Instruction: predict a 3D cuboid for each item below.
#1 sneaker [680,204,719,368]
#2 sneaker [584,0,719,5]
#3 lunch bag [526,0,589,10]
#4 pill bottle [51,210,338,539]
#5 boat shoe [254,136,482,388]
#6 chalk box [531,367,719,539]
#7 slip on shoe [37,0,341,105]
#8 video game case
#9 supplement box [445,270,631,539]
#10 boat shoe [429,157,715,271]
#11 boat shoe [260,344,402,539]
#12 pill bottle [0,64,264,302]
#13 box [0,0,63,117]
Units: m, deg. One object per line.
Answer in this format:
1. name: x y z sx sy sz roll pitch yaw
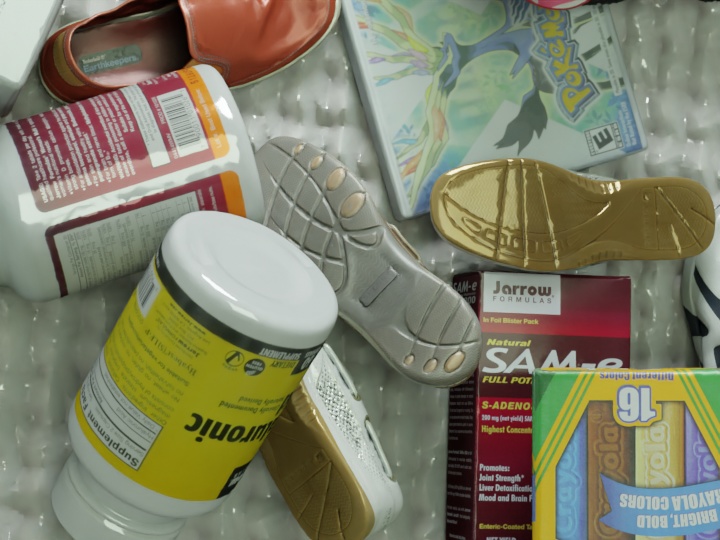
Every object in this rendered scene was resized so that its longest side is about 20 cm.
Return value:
1. sneaker: 0.263 0.050 1.342 0.079 0.130 0.200 11 84 -15
2. sneaker: 0.212 -0.224 1.365 0.199 0.074 0.080 -4 72 -31
3. lunch bag: 0.114 -0.274 1.302 0.200 0.082 0.176 37 72 26
4. pill bottle: -0.105 0.074 1.214 0.111 0.111 0.200 26 116 -12
5. boat shoe: 0.000 0.000 1.300 0.076 0.072 0.200 -40 75 0
6. chalk box: 0.168 0.159 1.232 0.123 0.125 0.201 1 86 12
7. slip on shoe: -0.102 -0.148 1.289 0.199 0.061 0.074 -16 89 -17
8. video game case: 0.081 -0.152 1.359 0.181 0.022 0.201 -16 92 -15
9. supplement box: 0.115 0.102 1.335 0.108 0.061 0.201 2 85 -15
10. boat shoe: 0.129 -0.031 1.340 0.199 0.069 0.071 5 85 -21
11. boat shoe: -0.038 0.077 1.288 0.069 0.071 0.201 -12 72 -56
12. pill bottle: -0.166 -0.045 1.237 0.199 0.110 0.110 -18 92 -11
13. box: -0.256 -0.223 1.214 0.198 0.131 0.201 24 80 -13
